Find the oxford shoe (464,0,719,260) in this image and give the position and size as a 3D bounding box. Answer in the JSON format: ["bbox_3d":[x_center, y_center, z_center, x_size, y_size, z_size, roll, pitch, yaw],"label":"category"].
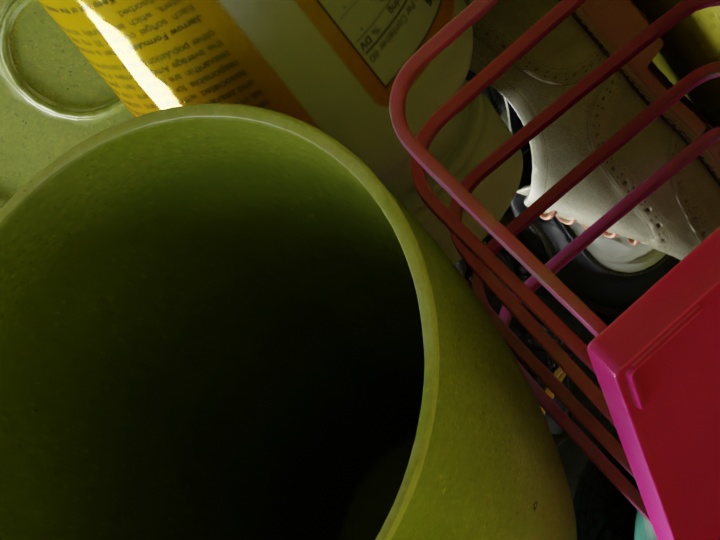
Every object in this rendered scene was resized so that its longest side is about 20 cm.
[{"bbox_3d":[0.095,-0.038,1.063,0.200,0.074,0.071,52,-177,-18],"label":"oxford shoe"}]

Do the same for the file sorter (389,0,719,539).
[{"bbox_3d":[0.103,-0.016,0.912,0.125,0.139,0.200,46,173,26],"label":"file sorter"}]

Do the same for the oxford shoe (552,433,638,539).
[{"bbox_3d":[0.103,0.106,1.138,0.084,0.073,0.200,5,158,38],"label":"oxford shoe"}]

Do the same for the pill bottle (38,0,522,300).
[{"bbox_3d":[-0.033,-0.087,0.961,0.200,0.111,0.111,51,172,-29],"label":"pill bottle"}]

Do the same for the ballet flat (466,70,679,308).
[{"bbox_3d":[0.087,-0.047,1.134,0.073,0.073,0.200,38,166,53],"label":"ballet flat"}]

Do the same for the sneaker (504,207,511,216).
[{"bbox_3d":[0.033,-0.081,1.198,0.071,0.083,0.200,42,170,39],"label":"sneaker"}]

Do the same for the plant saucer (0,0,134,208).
[{"bbox_3d":[-0.101,-0.086,1.053,0.200,0.200,0.031,51,-156,-20],"label":"plant saucer"}]

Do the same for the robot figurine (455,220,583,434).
[{"bbox_3d":[0.000,0.000,1.125,0.200,0.145,0.058,68,-154,-10],"label":"robot figurine"}]

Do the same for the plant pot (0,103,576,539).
[{"bbox_3d":[-0.013,0.067,0.940,0.187,0.187,0.200,43,-173,34],"label":"plant pot"}]

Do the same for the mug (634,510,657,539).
[{"bbox_3d":[0.169,0.111,1.028,0.152,0.185,0.114,1,140,31],"label":"mug"}]

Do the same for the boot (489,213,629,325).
[{"bbox_3d":[0.120,0.007,1.261,0.200,0.075,0.074,23,156,34],"label":"boot"}]

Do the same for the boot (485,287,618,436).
[{"bbox_3d":[0.084,0.065,1.240,0.200,0.070,0.132,34,166,-9],"label":"boot"}]
